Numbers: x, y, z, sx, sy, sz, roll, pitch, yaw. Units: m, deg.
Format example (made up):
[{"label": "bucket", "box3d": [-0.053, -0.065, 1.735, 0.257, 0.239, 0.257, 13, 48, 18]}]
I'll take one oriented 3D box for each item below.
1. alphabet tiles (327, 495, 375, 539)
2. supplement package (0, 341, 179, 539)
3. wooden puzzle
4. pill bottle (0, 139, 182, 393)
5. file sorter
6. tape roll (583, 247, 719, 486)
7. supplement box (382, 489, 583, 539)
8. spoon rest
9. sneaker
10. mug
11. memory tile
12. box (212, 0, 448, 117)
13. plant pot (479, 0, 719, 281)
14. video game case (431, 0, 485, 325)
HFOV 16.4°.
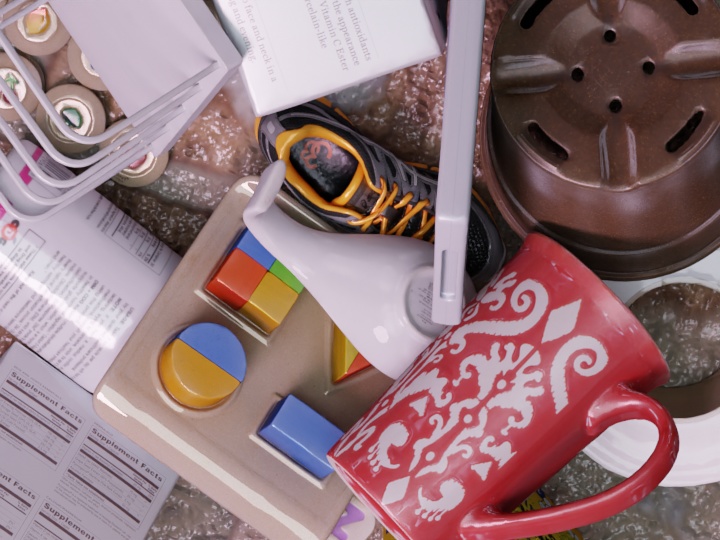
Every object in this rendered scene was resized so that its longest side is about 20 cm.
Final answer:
[{"label": "alphabet tiles", "box3d": [0.000, 0.098, 1.722, 0.200, 0.015, 0.196, 38, 69, 14]}, {"label": "supplement package", "box3d": [-0.247, 0.190, 1.707, 0.150, 0.200, 0.152, 36, 133, -8]}, {"label": "wooden puzzle", "box3d": [-0.053, 0.060, 1.674, 0.185, 0.046, 0.200, 36, 69, -9]}, {"label": "pill bottle", "box3d": [-0.187, 0.013, 1.722, 0.200, 0.113, 0.113, 38, 103, -8]}, {"label": "file sorter", "box3d": [-0.184, -0.130, 1.590, 0.124, 0.200, 0.139, -35, 89, -22]}, {"label": "tape roll", "box3d": [0.220, 0.045, 1.743, 0.201, 0.071, 0.203, 1, 106, 2]}, {"label": "supplement box", "box3d": [0.088, 0.219, 1.727, 0.109, 0.200, 0.109, -40, 103, 11]}, {"label": "spoon rest", "box3d": [0.000, 0.000, 1.668, 0.200, 0.061, 0.100, 37, 65, -23]}, {"label": "sneaker", "box3d": [0.011, -0.048, 1.719, 0.200, 0.077, 0.078, 31, 102, -9]}, {"label": "mug", "box3d": [0.093, 0.095, 1.604, 0.200, 0.177, 0.134, -42, 116, -7]}, {"label": "memory tile", "box3d": [-0.200, -0.160, 1.724, 0.199, 0.017, 0.154, 27, 105, -6]}, {"label": "box", "box3d": [-0.034, -0.228, 1.605, 0.130, 0.200, 0.200, -18, 104, 8]}, {"label": "plant pot", "box3d": [0.165, -0.108, 1.601, 0.199, 0.198, 0.201, -2, 80, 9]}, {"label": "video game case", "box3d": [0.061, -0.090, 1.550, 0.023, 0.182, 0.201, 5, 69, 2]}]
